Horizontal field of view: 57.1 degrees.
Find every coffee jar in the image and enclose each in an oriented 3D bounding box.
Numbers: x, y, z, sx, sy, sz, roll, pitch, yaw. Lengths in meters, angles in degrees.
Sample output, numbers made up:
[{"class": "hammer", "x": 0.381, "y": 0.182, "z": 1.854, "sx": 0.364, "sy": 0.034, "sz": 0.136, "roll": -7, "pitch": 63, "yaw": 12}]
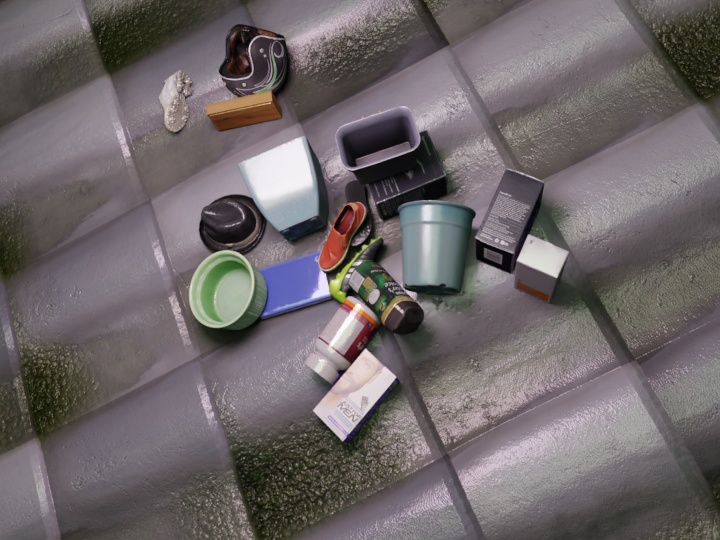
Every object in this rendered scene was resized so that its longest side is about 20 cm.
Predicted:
[{"class": "coffee jar", "x": 0.064, "y": 0.068, "z": 1.611, "sx": 0.200, "sy": 0.103, "sz": 0.086, "roll": 47, "pitch": 112, "yaw": 34}]

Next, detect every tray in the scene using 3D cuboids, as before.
[{"class": "tray", "x": -0.336, "y": -0.460, "z": 1.919, "sx": 0.195, "sy": 0.099, "sz": 0.038, "roll": -9, "pitch": 71, "yaw": 8}]

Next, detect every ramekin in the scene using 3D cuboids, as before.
[{"class": "ramekin", "x": -0.340, "y": 0.059, "z": 1.731, "sx": 0.196, "sy": 0.098, "sz": 0.205, "roll": -6, "pitch": 73, "yaw": 21}]

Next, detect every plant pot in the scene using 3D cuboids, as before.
[{"class": "plant pot", "x": -0.185, "y": -0.198, "z": 1.759, "sx": 0.192, "sy": 0.196, "sz": 0.204, "roll": -21, "pitch": 77, "yaw": 3}, {"class": "plant pot", "x": 0.183, "y": -0.048, "z": 1.637, "sx": 0.195, "sy": 0.200, "sz": 0.201, "roll": 2, "pitch": 80, "yaw": 12}]

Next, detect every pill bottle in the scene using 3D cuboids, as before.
[{"class": "pill bottle", "x": -0.045, "y": 0.175, "z": 1.642, "sx": 0.109, "sy": 0.110, "sz": 0.202, "roll": 33, "pitch": 81, "yaw": 19}]

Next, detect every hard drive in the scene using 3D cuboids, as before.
[{"class": "hard drive", "x": -0.183, "y": 0.038, "z": 1.761, "sx": 0.196, "sy": 0.025, "sz": 0.135, "roll": -16, "pitch": 69, "yaw": 6}]

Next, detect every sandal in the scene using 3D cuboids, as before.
[{"class": "sandal", "x": -0.004, "y": -0.149, "z": 1.780, "sx": 0.074, "sy": 0.048, "sz": 0.204, "roll": -7, "pitch": 61, "yaw": 11}]

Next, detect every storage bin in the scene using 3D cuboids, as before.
[{"class": "storage bin", "x": 0.049, "y": -0.304, "z": 1.642, "sx": 0.196, "sy": 0.135, "sz": 0.148, "roll": -17, "pitch": 69, "yaw": 5}]

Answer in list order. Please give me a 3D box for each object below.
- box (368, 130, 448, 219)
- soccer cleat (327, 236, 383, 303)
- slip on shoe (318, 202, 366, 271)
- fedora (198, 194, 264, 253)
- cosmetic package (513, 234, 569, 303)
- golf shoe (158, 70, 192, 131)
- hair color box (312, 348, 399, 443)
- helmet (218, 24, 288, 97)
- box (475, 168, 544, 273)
[{"class": "box", "x": 0.116, "y": -0.251, "z": 1.746, "sx": 0.196, "sy": 0.105, "sz": 0.151, "roll": -20, "pitch": 69, "yaw": 4}, {"class": "soccer cleat", "x": 0.000, "y": 0.000, "z": 1.723, "sx": 0.081, "sy": 0.068, "sz": 0.200, "roll": 43, "pitch": 83, "yaw": 1}, {"class": "slip on shoe", "x": -0.056, "y": -0.089, "z": 1.711, "sx": 0.074, "sy": 0.061, "sz": 0.202, "roll": 39, "pitch": 105, "yaw": 30}, {"class": "fedora", "x": -0.366, "y": -0.141, "z": 1.821, "sx": 0.196, "sy": 0.092, "sz": 0.205, "roll": -4, "pitch": 71, "yaw": 10}, {"class": "cosmetic package", "x": 0.422, "y": 0.000, "z": 1.557, "sx": 0.100, "sy": 0.200, "sz": 0.072, "roll": 25, "pitch": 77, "yaw": 19}, {"class": "golf shoe", "x": -0.572, "y": -0.504, "z": 2.008, "sx": 0.095, "sy": 0.078, "sz": 0.204, "roll": -7, "pitch": 64, "yaw": 27}, {"class": "hair color box", "x": -0.010, "y": 0.306, "z": 1.616, "sx": 0.109, "sy": 0.065, "sz": 0.201, "roll": 38, "pitch": 81, "yaw": 21}, {"class": "helmet", "x": -0.305, "y": -0.591, "z": 1.907, "sx": 0.197, "sy": 0.200, "sz": 0.194, "roll": 23, "pitch": 114, "yaw": 18}, {"class": "box", "x": 0.368, "y": -0.121, "z": 1.637, "sx": 0.103, "sy": 0.148, "sz": 0.203, "roll": 23, "pitch": 78, "yaw": 18}]
